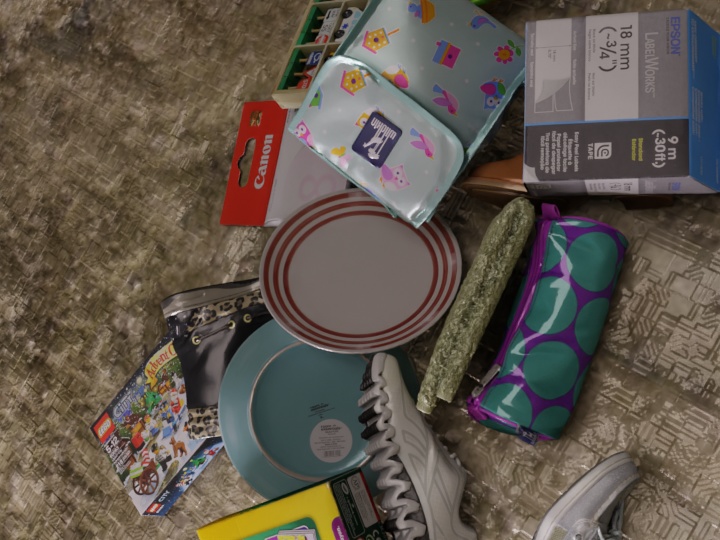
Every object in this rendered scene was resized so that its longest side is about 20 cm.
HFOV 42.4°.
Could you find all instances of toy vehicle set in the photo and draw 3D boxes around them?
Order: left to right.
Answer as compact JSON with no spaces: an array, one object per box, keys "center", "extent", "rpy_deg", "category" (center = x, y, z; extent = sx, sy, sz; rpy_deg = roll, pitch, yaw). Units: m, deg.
[{"center":[-0.012,-0.268,1.030],"extent":[0.124,0.027,0.201],"rpy_deg":[3,62,31],"category":"toy vehicle set"}]

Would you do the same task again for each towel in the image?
[{"center":[0.101,0.032,0.833],"extent":[0.036,0.148,0.200],"rpy_deg":[25,90,6],"category":"towel"}]

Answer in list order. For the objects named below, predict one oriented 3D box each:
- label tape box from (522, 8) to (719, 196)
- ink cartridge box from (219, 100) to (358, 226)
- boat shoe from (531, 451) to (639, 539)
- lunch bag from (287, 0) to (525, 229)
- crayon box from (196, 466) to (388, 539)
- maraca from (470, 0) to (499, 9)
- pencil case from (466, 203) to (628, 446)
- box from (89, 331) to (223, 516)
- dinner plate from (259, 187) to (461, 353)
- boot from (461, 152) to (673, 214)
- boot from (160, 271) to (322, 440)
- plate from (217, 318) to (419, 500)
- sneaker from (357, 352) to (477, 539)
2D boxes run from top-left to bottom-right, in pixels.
[{"center":[0.240,-0.140,0.779],"extent":[0.199,0.063,0.145],"rpy_deg":[0,81,17],"category":"label tape box"},{"center":[-0.080,-0.129,1.050],"extent":[0.199,0.057,0.163],"rpy_deg":[5,78,28],"category":"ink cartridge box"},{"center":[0.174,0.240,0.768],"extent":[0.065,0.074,0.202],"rpy_deg":[37,100,28],"category":"boat shoe"},{"center":[0.049,-0.163,0.890],"extent":[0.170,0.122,0.200],"rpy_deg":[37,86,2],"category":"lunch bag"},{"center":[-0.042,0.302,0.842],"extent":[0.172,0.058,0.201],"rpy_deg":[-27,80,33],"category":"crayon box"},{"center":[0.120,-0.323,0.950],"extent":[0.199,0.107,0.138],"rpy_deg":[0,71,28],"category":"maraca"},{"center":[0.163,0.050,0.817],"extent":[0.085,0.092,0.201],"rpy_deg":[9,76,65],"category":"pencil case"},{"center":[-0.206,0.155,1.044],"extent":[0.200,0.038,0.137],"rpy_deg":[-50,57,9],"category":"box"},{"center":[0.000,0.000,0.916],"extent":[0.199,0.024,0.201],"rpy_deg":[-2,53,3],"category":"dinner plate"},{"center":[0.195,-0.136,0.862],"extent":[0.199,0.077,0.156],"rpy_deg":[-2,76,29],"category":"boot"},{"center":[-0.094,0.085,0.954],"extent":[0.203,0.073,0.154],"rpy_deg":[-8,81,-8],"category":"boot"},{"center":[-0.039,0.134,0.897],"extent":[0.199,0.026,0.201],"rpy_deg":[0,83,-1],"category":"plate"},{"center":[0.050,0.171,0.848],"extent":[0.081,0.075,0.201],"rpy_deg":[-11,82,-14],"category":"sneaker"}]
